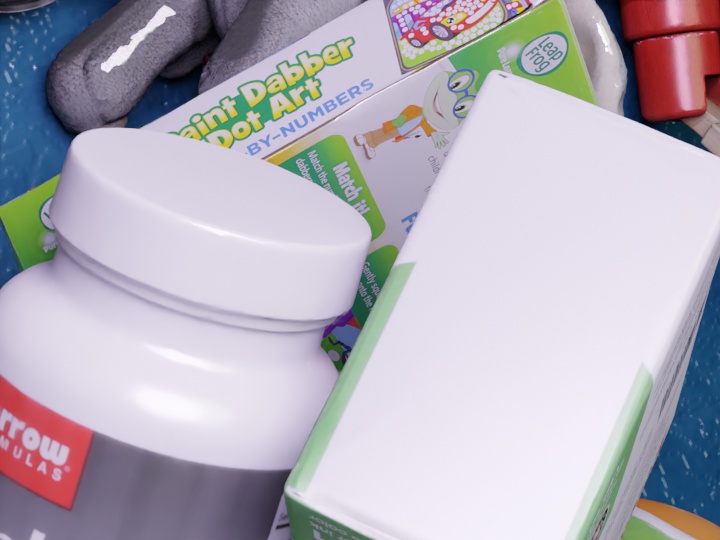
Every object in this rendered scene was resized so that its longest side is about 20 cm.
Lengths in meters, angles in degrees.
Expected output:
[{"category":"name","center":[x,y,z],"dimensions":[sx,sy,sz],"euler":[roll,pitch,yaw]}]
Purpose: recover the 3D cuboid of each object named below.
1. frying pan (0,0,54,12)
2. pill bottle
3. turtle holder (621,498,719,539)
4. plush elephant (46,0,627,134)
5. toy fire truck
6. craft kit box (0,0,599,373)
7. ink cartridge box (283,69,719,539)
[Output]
[{"category":"frying pan","center":[-0.137,-0.116,0.980],"dimensions":[0.114,0.031,0.191],"euler":[-17,88,-38]},{"category":"pill bottle","center":[-0.071,0.066,0.782],"dimensions":[0.115,0.116,0.201],"euler":[6,110,-36]},{"category":"turtle holder","center":[0.111,0.179,0.995],"dimensions":[0.131,0.141,0.187],"euler":[-10,76,-43]},{"category":"plush elephant","center":[0.005,-0.079,0.991],"dimensions":[0.155,0.164,0.200],"euler":[50,61,-27]},{"category":"toy fire truck","center":[0.195,-0.106,1.184],"dimensions":[0.175,0.128,0.202],"euler":[-6,90,-39]},{"category":"craft kit box","center":[0.000,0.000,0.899],"dimensions":[0.049,0.197,0.200],"euler":[63,-1,38]},{"category":"ink cartridge box","center":[0.045,0.055,0.795],"dimensions":[0.083,0.200,0.145],"euler":[23,69,10]}]
